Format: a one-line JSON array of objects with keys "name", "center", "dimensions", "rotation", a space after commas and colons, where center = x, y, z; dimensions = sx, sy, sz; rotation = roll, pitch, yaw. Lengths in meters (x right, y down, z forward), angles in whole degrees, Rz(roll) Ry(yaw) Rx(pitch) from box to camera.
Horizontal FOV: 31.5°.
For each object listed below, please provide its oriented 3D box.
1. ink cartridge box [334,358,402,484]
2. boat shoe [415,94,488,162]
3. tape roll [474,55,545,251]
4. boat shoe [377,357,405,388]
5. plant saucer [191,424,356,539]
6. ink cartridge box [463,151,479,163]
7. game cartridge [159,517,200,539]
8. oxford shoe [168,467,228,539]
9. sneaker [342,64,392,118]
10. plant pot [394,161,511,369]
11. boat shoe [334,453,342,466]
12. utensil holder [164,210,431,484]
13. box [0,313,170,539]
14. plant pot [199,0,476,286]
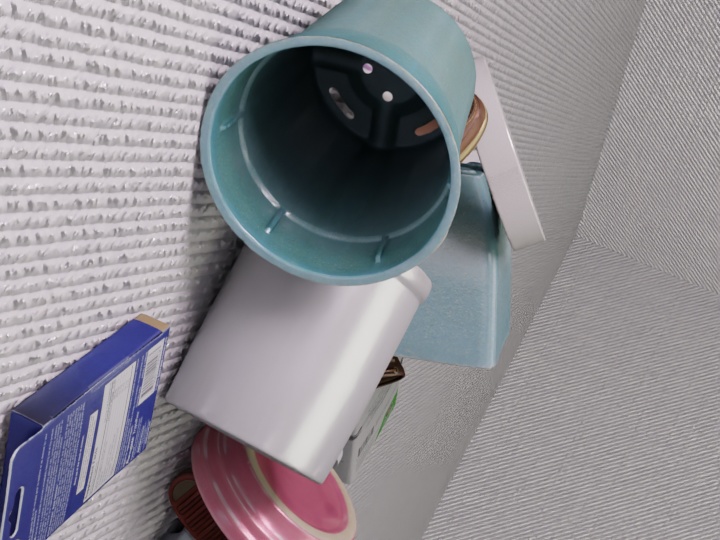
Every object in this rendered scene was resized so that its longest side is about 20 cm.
[{"name": "ink cartridge box", "center": [-0.011, 0.149, 1.602], "dimensions": [0.146, 0.084, 0.200], "rotation": [-57, 163, -36]}, {"name": "boat shoe", "center": [0.024, -0.108, 1.180], "dimensions": [0.199, 0.072, 0.068], "rotation": [-29, 144, 8]}, {"name": "tape roll", "center": [0.142, -0.119, 1.310], "dimensions": [0.203, 0.037, 0.204], "rotation": [-18, 90, -82]}, {"name": "boat shoe", "center": [-0.029, 0.134, 1.412], "dimensions": [0.200, 0.072, 0.072], "rotation": [-24, 167, -41]}, {"name": "plant saucer", "center": [-0.073, 0.214, 1.224], "dimensions": [0.051, 0.201, 0.200], "rotation": [-43, 173, 16]}, {"name": "ink cartridge box", "center": [0.116, -0.075, 1.720], "dimensions": [0.145, 0.084, 0.201], "rotation": [-44, 153, -57]}, {"name": "game cartridge", "center": [-0.119, 0.272, 1.305], "dimensions": [0.200, 0.041, 0.134], "rotation": [-50, 119, -40]}, {"name": "oxford shoe", "center": [-0.109, 0.245, 1.266], "dimensions": [0.070, 0.200, 0.075], "rotation": [-37, -151, 22]}, {"name": "sneaker", "center": [0.016, -0.135, 1.253], "dimensions": [0.200, 0.075, 0.100], "rotation": [65, 49, -72]}, {"name": "plant pot", "center": [0.071, -0.022, 1.413], "dimensions": [0.196, 0.195, 0.201], "rotation": [-39, 135, -75]}, {"name": "boat shoe", "center": [-0.061, 0.126, 1.313], "dimensions": [0.068, 0.073, 0.200], "rotation": [-57, 134, -28]}, {"name": "utensil holder", "center": [-0.057, 0.061, 1.115], "dimensions": [0.201, 0.169, 0.170], "rotation": [-61, 166, -10]}, {"name": "box", "center": [-0.207, 0.123, 0.913], "dimensions": [0.200, 0.032, 0.122], "rotation": [-46, 155, -60]}, {"name": "plant pot", "center": [0.003, -0.123, 1.011], "dimensions": [0.196, 0.199, 0.201], "rotation": [-60, 167, -55]}]
